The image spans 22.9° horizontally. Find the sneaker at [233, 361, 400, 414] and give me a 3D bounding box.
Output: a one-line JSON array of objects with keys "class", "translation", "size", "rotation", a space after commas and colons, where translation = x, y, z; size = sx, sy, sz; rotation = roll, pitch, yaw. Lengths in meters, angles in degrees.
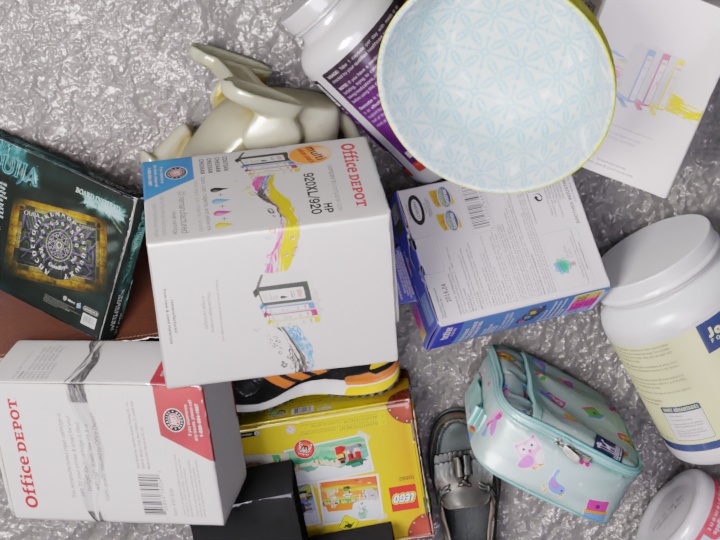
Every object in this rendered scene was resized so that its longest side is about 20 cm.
[{"class": "sneaker", "translation": [-0.064, 0.075, 1.686], "size": [0.199, 0.070, 0.090], "rotation": [-7, 124, -1]}]

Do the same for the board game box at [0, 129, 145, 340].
[{"class": "board game box", "translation": [-0.286, -0.036, 1.613], "size": [0.199, 0.028, 0.136], "rotation": [24, 104, 27]}]

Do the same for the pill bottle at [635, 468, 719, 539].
[{"class": "pill bottle", "translation": [0.380, 0.291, 1.761], "size": [0.200, 0.109, 0.109], "rotation": [33, 105, -12]}]

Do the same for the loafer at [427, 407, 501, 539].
[{"class": "loafer", "translation": [0.108, 0.236, 1.758], "size": [0.071, 0.063, 0.201], "rotation": [-7, 109, 1]}]

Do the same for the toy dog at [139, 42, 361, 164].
[{"class": "toy dog", "translation": [-0.111, -0.083, 1.623], "size": [0.193, 0.140, 0.201], "rotation": [12, 110, -38]}]

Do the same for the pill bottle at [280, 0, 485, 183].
[{"class": "pill bottle", "translation": [0.026, -0.180, 1.590], "size": [0.112, 0.113, 0.200], "rotation": [-43, 105, 12]}]

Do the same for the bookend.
[{"class": "bookend", "translation": [-0.049, 0.262, 1.666], "size": [0.198, 0.092, 0.201], "rotation": [-11, 108, 1]}]

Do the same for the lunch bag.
[{"class": "lunch bag", "translation": [0.173, 0.147, 1.658], "size": [0.160, 0.200, 0.077], "rotation": [30, 104, -9]}]

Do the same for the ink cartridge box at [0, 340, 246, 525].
[{"class": "ink cartridge box", "translation": [-0.213, 0.140, 1.563], "size": [0.199, 0.083, 0.148], "rotation": [1, 118, 13]}]

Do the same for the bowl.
[{"class": "bowl", "translation": [0.122, -0.176, 1.497], "size": [0.199, 0.108, 0.201], "rotation": [7, 121, 12]}]

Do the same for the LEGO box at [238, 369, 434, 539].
[{"class": "LEGO box", "translation": [-0.037, 0.192, 1.732], "size": [0.199, 0.077, 0.150], "rotation": [-9, 109, 2]}]

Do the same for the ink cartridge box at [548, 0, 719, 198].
[{"class": "ink cartridge box", "translation": [0.246, -0.191, 1.585], "size": [0.125, 0.129, 0.201], "rotation": [19, 106, -8]}]

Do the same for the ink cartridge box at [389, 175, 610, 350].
[{"class": "ink cartridge box", "translation": [0.107, -0.014, 1.612], "size": [0.199, 0.076, 0.137], "rotation": [-12, 71, -15]}]

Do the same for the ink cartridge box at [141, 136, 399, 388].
[{"class": "ink cartridge box", "translation": [-0.075, -0.010, 1.499], "size": [0.199, 0.147, 0.145], "rotation": [-7, 121, -5]}]

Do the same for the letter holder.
[{"class": "letter holder", "translation": [-0.265, 0.049, 1.676], "size": [0.199, 0.143, 0.101], "rotation": [-9, 140, 4]}]

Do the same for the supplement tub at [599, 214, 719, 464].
[{"class": "supplement tub", "translation": [0.313, 0.064, 1.663], "size": [0.145, 0.145, 0.201], "rotation": [-28, 107, 8]}]
